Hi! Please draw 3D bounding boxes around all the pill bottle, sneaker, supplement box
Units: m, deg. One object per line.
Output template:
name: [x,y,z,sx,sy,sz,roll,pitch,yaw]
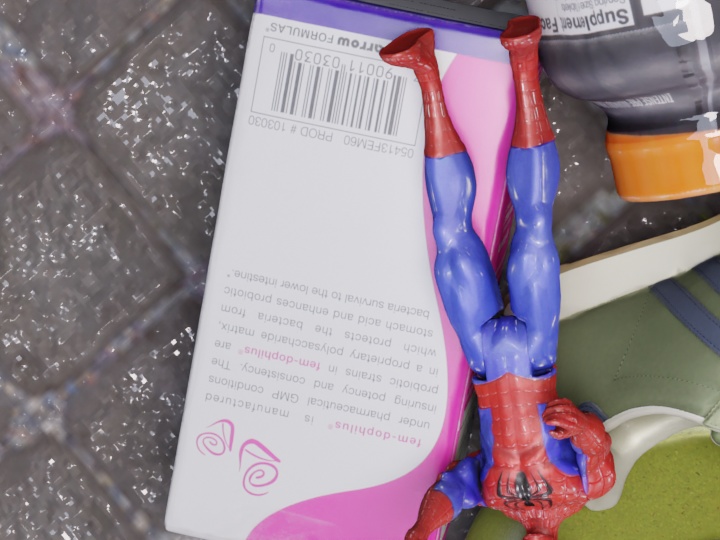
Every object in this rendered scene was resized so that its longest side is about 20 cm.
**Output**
pill bottle: [0.102,-0.127,0.976,0.105,0.106,0.202,-11,99,10]
sneaker: [0.144,0.024,1.001,0.199,0.067,0.091,-22,69,29]
supplement box: [0.000,0.000,1.055,0.100,0.103,0.202,12,99,5]

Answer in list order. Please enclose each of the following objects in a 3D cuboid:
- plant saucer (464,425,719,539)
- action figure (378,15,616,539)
plant saucer: [0.130,0.128,1.033,0.198,0.031,0.201,1,62,-1]
action figure: [0.043,0.026,0.956,0.065,0.099,0.201,-6,107,17]
